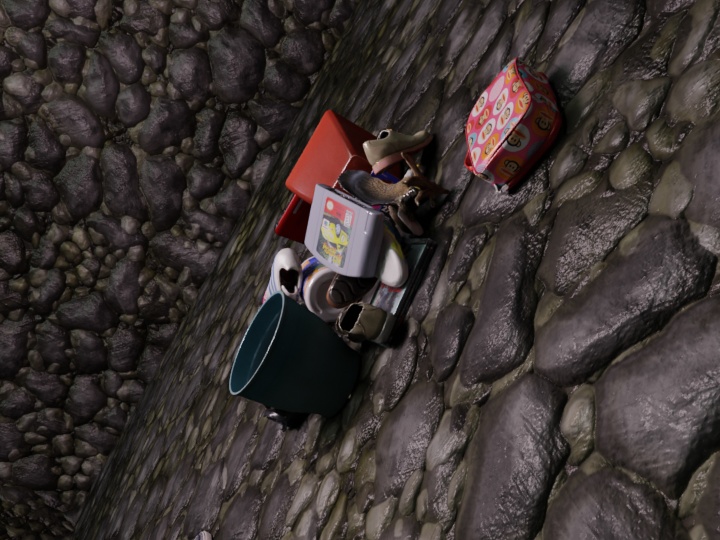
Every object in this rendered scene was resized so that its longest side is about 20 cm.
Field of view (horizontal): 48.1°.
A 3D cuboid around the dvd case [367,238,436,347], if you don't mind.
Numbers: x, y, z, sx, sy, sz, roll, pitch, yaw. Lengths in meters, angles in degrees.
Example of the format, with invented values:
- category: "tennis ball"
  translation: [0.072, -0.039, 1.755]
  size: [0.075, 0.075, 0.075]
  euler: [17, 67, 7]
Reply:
- category: "dvd case"
  translation: [0.061, 0.036, 1.451]
  size: [0.202, 0.022, 0.146]
  euler: [-64, 17, -6]

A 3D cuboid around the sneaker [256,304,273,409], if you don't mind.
- category: "sneaker"
  translation: [-0.166, 0.170, 1.572]
  size: [0.076, 0.076, 0.204]
  euler: [-162, 73, -83]

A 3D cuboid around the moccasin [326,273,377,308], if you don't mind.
- category: "moccasin"
  translation: [-0.001, -0.001, 1.541]
  size: [0.202, 0.073, 0.078]
  euler: [-57, 6, -33]

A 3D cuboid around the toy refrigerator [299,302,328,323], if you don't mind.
- category: "toy refrigerator"
  translation: [-0.146, 0.134, 1.803]
  size: [0.200, 0.075, 0.071]
  euler: [-31, 35, 60]

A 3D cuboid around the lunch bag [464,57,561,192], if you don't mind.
- category: "lunch bag"
  translation: [0.225, -0.221, 1.262]
  size: [0.177, 0.081, 0.201]
  euler: [-52, 21, 32]

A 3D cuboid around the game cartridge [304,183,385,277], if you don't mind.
- category: "game cartridge"
  translation: [-0.033, -0.067, 1.454]
  size: [0.199, 0.040, 0.135]
  euler: [31, 117, 49]

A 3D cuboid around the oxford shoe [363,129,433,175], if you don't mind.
- category: "oxford shoe"
  translation: [0.080, -0.259, 1.630]
  size: [0.070, 0.074, 0.199]
  euler: [-32, 1, 41]

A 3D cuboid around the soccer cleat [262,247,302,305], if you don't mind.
- category: "soccer cleat"
  translation: [-0.159, 0.052, 1.661]
  size: [0.087, 0.069, 0.202]
  euler: [-118, 31, -51]

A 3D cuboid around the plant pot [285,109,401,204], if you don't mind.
- category: "plant pot"
  translation: [-0.019, -0.198, 1.767]
  size: [0.201, 0.198, 0.177]
  euler: [-58, 29, 13]

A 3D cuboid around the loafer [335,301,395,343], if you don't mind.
- category: "loafer"
  translation: [-0.004, 0.083, 1.419]
  size: [0.076, 0.069, 0.200]
  euler: [-67, 18, -13]

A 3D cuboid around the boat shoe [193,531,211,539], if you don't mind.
- category: "boat shoe"
  translation: [-0.381, 0.635, 1.705]
  size: [0.075, 0.092, 0.202]
  euler: [-48, 23, 37]

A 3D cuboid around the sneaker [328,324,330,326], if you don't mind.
- category: "sneaker"
  translation: [-0.104, 0.148, 1.638]
  size: [0.113, 0.077, 0.200]
  euler: [-54, 45, 4]

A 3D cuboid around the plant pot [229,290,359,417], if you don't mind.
- category: "plant pot"
  translation: [-0.109, 0.167, 1.464]
  size: [0.201, 0.186, 0.201]
  euler: [-52, 21, 30]

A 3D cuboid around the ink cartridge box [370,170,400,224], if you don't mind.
- category: "ink cartridge box"
  translation: [0.019, -0.105, 1.653]
  size: [0.201, 0.094, 0.037]
  euler: [-57, 18, 15]

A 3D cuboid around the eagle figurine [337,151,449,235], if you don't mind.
- category: "eagle figurine"
  translation: [0.067, -0.139, 1.505]
  size: [0.150, 0.154, 0.199]
  euler: [-26, 10, -41]

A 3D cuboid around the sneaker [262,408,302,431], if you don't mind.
- category: "sneaker"
  translation: [-0.156, 0.251, 1.656]
  size: [0.115, 0.075, 0.200]
  euler: [-57, 21, 7]

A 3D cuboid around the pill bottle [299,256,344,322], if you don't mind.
- category: "pill bottle"
  translation: [-0.078, 0.030, 1.703]
  size: [0.113, 0.111, 0.200]
  euler: [-61, 18, 4]

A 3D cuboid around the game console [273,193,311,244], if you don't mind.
- category: "game console"
  translation: [-0.153, -0.190, 2.240]
  size: [0.201, 0.171, 0.119]
  euler: [-58, 45, 14]

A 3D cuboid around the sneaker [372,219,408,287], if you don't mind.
- category: "sneaker"
  translation: [0.052, -0.045, 1.458]
  size: [0.076, 0.104, 0.201]
  euler: [-56, 48, 27]
